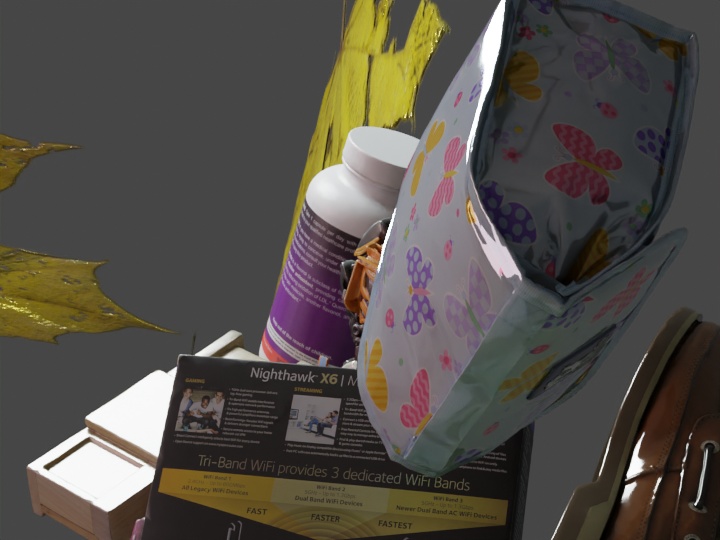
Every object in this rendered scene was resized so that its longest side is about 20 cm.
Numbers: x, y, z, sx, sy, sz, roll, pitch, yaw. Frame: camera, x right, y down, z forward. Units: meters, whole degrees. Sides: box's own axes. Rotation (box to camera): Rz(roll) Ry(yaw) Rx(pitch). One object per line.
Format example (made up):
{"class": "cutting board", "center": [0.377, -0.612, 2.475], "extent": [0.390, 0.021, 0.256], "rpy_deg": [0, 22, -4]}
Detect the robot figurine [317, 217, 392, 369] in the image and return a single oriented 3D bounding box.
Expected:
{"class": "robot figurine", "center": [0.027, 0.071, 1.150], "extent": [0.145, 0.058, 0.201], "rpy_deg": [29, 121, 36]}

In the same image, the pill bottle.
{"class": "pill bottle", "center": [0.000, 0.000, 1.427], "extent": [0.113, 0.112, 0.201], "rpy_deg": [-96, 22, -66]}

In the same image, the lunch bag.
{"class": "lunch bag", "center": [0.079, -0.012, 0.923], "extent": [0.170, 0.126, 0.201], "rpy_deg": [118, 174, -48]}

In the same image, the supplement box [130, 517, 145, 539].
{"class": "supplement box", "center": [-0.051, 0.231, 1.102], "extent": [0.131, 0.199, 0.104], "rpy_deg": [116, 165, -57]}

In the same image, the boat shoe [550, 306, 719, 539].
{"class": "boat shoe", "center": [0.117, 0.090, 0.712], "extent": [0.200, 0.068, 0.072], "rpy_deg": [-56, -19, -47]}

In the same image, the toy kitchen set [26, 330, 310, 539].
{"class": "toy kitchen set", "center": [-0.090, 0.180, 1.303], "extent": [0.200, 0.163, 0.181], "rpy_deg": [-33, -47, -39]}

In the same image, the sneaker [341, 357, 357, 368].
{"class": "sneaker", "center": [0.020, 0.126, 1.285], "extent": [0.200, 0.078, 0.090], "rpy_deg": [101, 168, -56]}

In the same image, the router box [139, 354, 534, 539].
{"class": "router box", "center": [-0.013, 0.133, 1.017], "extent": [0.052, 0.199, 0.158], "rpy_deg": [74, -156, -61]}
